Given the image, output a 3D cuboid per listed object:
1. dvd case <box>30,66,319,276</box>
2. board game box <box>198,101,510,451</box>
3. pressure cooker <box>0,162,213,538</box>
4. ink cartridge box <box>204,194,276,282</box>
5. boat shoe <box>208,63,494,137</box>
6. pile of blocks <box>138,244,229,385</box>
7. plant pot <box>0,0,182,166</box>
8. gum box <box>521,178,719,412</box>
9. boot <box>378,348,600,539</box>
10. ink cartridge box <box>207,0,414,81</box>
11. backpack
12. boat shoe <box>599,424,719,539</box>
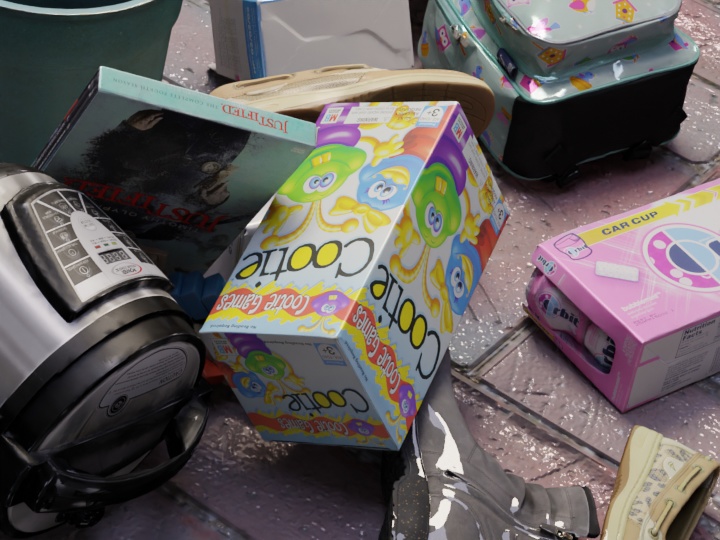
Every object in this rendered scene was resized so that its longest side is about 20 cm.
[{"bbox_3d":[-0.133,-0.052,1.391,0.145,0.200,0.022,14,58,-24],"label":"dvd case"},{"bbox_3d":[0.000,0.000,1.387,0.104,0.103,0.201,1,47,32],"label":"board game box"},{"bbox_3d":[-0.187,0.058,1.313,0.176,0.179,0.200,-41,71,-14],"label":"pressure cooker"},{"bbox_3d":[-0.031,-0.058,1.566,0.198,0.088,0.146,-12,43,-28],"label":"ink cartridge box"},{"bbox_3d":[-0.007,-0.114,1.514,0.198,0.072,0.065,-6,41,-17],"label":"boat shoe"},{"bbox_3d":[-0.126,0.038,1.431,0.198,0.083,0.062,9,38,-2],"label":"pile of blocks"},{"bbox_3d":[-0.217,-0.152,1.554,0.198,0.197,0.201,5,39,-4],"label":"plant pot"},{"bbox_3d":[0.218,0.014,1.546,0.199,0.067,0.114,-19,47,-31],"label":"gum box"},{"bbox_3d":[0.080,0.131,1.383,0.130,0.070,0.201,9,49,-5],"label":"boot"},{"bbox_3d":[-0.045,-0.182,1.657,0.114,0.069,0.200,-10,12,-15],"label":"ink cartridge box"},{"bbox_3d":[0.143,-0.184,1.711,0.175,0.154,0.200,-20,43,-24],"label":"backpack"},{"bbox_3d":[0.177,0.166,1.344,0.062,0.074,0.201,13,38,9],"label":"boat shoe"}]
